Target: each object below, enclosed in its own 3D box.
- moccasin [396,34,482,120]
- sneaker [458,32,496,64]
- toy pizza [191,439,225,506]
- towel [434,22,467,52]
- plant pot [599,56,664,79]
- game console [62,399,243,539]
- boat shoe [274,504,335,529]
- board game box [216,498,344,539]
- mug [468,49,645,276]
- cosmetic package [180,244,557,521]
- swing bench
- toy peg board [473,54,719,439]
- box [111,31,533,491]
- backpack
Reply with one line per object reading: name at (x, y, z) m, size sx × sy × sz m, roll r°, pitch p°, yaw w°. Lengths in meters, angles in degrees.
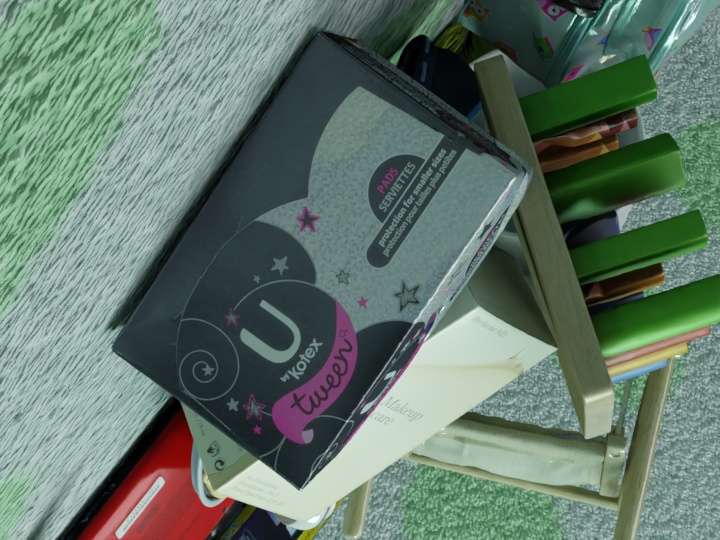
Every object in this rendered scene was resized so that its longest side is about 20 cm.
moccasin at (0.014, -0.083, 1.254) m, size 0.080 × 0.068 × 0.200 m, roll -41°, pitch -174°, yaw 27°
sneaker at (0.102, -0.140, 1.540) m, size 0.077 × 0.075 × 0.200 m, roll -54°, pitch 173°, yaw -11°
toy pizza at (-0.058, 0.063, 1.381) m, size 0.200 × 0.032 × 0.202 m, roll 19°, pitch 90°, yaw -79°
towel at (0.027, -0.094, 1.492) m, size 0.086 × 0.018 × 0.200 m, roll -49°, pitch 173°, yaw -30°
plant pot at (0.209, -0.210, 1.667) m, size 0.201 × 0.092 × 0.202 m, roll -158°, pitch -90°, yaw -89°
game console at (-0.171, 0.175, 1.468) m, size 0.200 × 0.118 × 0.173 m, roll -52°, pitch 143°, yaw -20°
boat shoe at (-0.026, 0.111, 1.481) m, size 0.074 × 0.065 × 0.201 m, roll -53°, pitch -156°, yaw 31°
board game box at (-0.100, 0.190, 1.581) m, size 0.165 × 0.057 × 0.200 m, roll -17°, pitch -158°, yaw 42°
mug at (0.134, -0.074, 1.486) m, size 0.200 × 0.147 × 0.176 m, roll -47°, pitch 167°, yaw -16°
cosmetic package at (0.004, 0.060, 1.236) m, size 0.200 × 0.073 × 0.103 m, roll -36°, pitch 147°, yaw 21°
swing bench at (0.106, 0.088, 1.427) m, size 0.130 × 0.197 × 0.201 m, roll -64°, pitch 165°, yaw -66°
toy peg board at (0.146, -0.019, 1.237) m, size 0.097 × 0.201 × 0.199 m, roll -17°, pitch 168°, yaw 3°
box at (-0.017, -0.006, 1.109) m, size 0.201 × 0.132 × 0.115 m, roll -55°, pitch 175°, yaw 10°
backpack at (0.151, -0.203, 1.253) m, size 0.176 × 0.153 × 0.200 m, roll -55°, pitch -176°, yaw -41°
